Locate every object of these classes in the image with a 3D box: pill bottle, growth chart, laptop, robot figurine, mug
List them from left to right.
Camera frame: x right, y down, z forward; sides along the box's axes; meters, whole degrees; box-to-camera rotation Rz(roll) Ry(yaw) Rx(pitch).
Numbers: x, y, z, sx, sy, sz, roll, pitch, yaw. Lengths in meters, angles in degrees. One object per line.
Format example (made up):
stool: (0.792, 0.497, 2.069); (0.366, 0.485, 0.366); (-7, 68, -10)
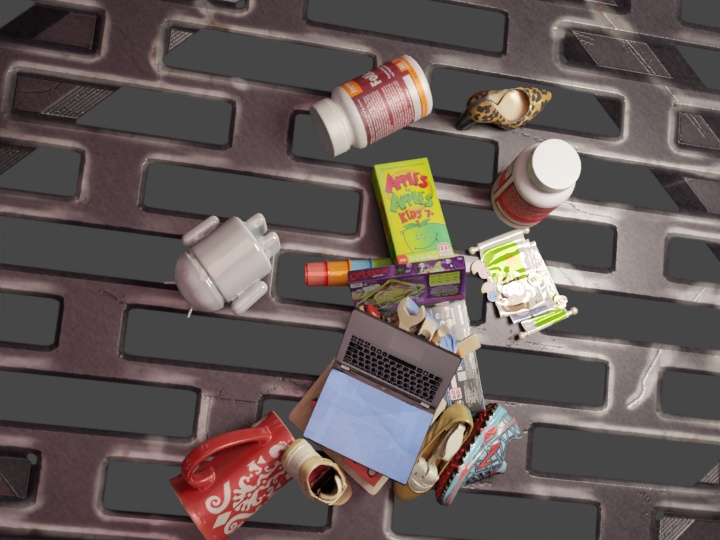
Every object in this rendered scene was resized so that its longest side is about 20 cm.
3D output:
robot figurine: (-0.227, -0.009, 1.371); (0.199, 0.113, 0.170); (-36, 75, -11)
mug: (-0.190, 0.327, 1.314); (0.199, 0.178, 0.134); (-35, 77, -15)
pill bottle: (0.017, -0.287, 1.441); (0.197, 0.114, 0.116); (-28, 88, -11)
laptop: (0.032, 0.197, 1.278); (0.184, 0.202, 0.117); (24, 41, 4)
growth chart: (0.291, 0.022, 1.498); (0.143, 0.018, 0.203); (-28, 86, -12)
pill bottle: (0.305, -0.152, 1.422); (0.110, 0.200, 0.115); (2, 78, -7)

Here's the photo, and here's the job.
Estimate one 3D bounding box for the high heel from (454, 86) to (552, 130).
high heel: (0.275, -0.302, 1.468); (0.196, 0.143, 0.073); (-18, 86, -10)

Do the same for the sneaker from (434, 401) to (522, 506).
sneaker: (0.210, 0.333, 1.419); (0.095, 0.079, 0.201); (39, 80, -5)

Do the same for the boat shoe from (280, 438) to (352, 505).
boat shoe: (-0.059, 0.344, 1.324); (0.074, 0.200, 0.069); (-49, 50, -9)

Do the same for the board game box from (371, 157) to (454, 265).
board game box: (0.089, -0.094, 1.432); (0.099, 0.048, 0.204); (-9, 66, -9)

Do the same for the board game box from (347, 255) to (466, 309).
board game box: (0.081, 0.025, 1.393); (0.195, 0.121, 0.033); (-7, 59, 2)

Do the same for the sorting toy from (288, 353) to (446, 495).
sorting toy: (0.009, 0.236, 1.372); (0.198, 0.070, 0.201); (40, 90, 6)

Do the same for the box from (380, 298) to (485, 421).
box: (0.124, 0.162, 1.441); (0.156, 0.046, 0.204); (-10, 85, -9)

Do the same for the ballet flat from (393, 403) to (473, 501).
ballet flat: (0.122, 0.316, 1.389); (0.068, 0.063, 0.202); (30, 97, -18)

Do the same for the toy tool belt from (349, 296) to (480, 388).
toy tool belt: (0.092, 0.098, 1.349); (0.199, 0.125, 0.123); (40, 105, -10)

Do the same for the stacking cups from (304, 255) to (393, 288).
stacking cups: (0.000, 0.000, 1.435); (0.195, 0.061, 0.062); (1, 83, -7)
